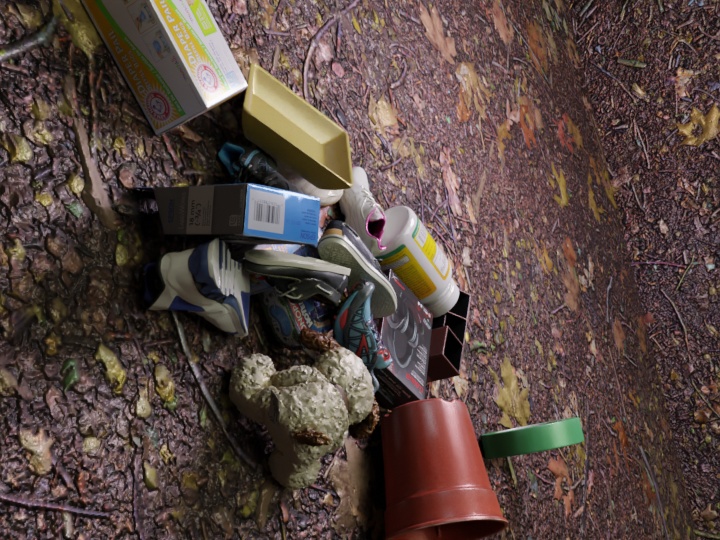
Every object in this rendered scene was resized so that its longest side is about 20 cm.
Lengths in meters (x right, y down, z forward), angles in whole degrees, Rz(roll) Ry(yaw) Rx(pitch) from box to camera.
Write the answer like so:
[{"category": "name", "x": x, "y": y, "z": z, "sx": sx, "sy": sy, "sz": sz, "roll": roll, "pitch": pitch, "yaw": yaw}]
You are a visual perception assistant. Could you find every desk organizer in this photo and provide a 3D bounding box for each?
[{"category": "desk organizer", "x": 0.152, "y": 0.108, "z": 1.511, "sx": 0.072, "sy": 0.076, "sz": 0.202, "roll": 49, "pitch": 39, "yaw": -33}]

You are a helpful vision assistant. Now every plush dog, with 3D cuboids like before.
[{"category": "plush dog", "x": -0.052, "y": 0.173, "z": 1.063, "sx": 0.171, "sy": 0.159, "sz": 0.202, "roll": -38, "pitch": 106, "yaw": -39}]

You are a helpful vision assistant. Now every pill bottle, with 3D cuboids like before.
[{"category": "pill bottle", "x": 0.098, "y": -0.010, "z": 1.450, "sx": 0.201, "sy": 0.111, "sz": 0.114, "roll": 50, "pitch": 38, "yaw": -31}]

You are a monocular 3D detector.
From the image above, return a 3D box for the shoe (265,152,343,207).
[{"category": "shoe", "x": -0.083, "y": -0.150, "z": 1.292, "sx": 0.199, "sy": 0.053, "sz": 0.071, "roll": 13, "pitch": 65, "yaw": -54}]

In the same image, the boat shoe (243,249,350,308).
[{"category": "boat shoe", "x": -0.085, "y": 0.013, "z": 1.083, "sx": 0.199, "sy": 0.071, "sz": 0.069, "roll": 15, "pitch": 94, "yaw": -55}]

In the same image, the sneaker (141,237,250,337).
[{"category": "sneaker", "x": -0.208, "y": 0.019, "z": 0.999, "sx": 0.200, "sy": 0.113, "sz": 0.082, "roll": 73, "pitch": 16, "yaw": -66}]

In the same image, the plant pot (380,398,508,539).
[{"category": "plant pot", "x": 0.117, "y": 0.321, "z": 1.266, "sx": 0.200, "sy": 0.199, "sz": 0.198, "roll": 27, "pitch": 46, "yaw": -48}]

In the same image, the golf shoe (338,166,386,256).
[{"category": "golf shoe", "x": 0.009, "y": -0.098, "z": 1.377, "sx": 0.075, "sy": 0.091, "sz": 0.203, "roll": 31, "pitch": 49, "yaw": -44}]

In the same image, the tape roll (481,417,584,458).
[{"category": "tape roll", "x": 0.340, "y": 0.332, "z": 1.581, "sx": 0.199, "sy": 0.198, "sz": 0.049, "roll": 8, "pitch": 69, "yaw": -55}]

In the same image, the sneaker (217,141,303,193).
[{"category": "sneaker", "x": -0.144, "y": -0.115, "z": 1.115, "sx": 0.081, "sy": 0.074, "sz": 0.200, "roll": 25, "pitch": 15, "yaw": -39}]

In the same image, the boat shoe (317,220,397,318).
[{"category": "boat shoe", "x": 0.000, "y": 0.000, "z": 1.223, "sx": 0.201, "sy": 0.074, "sz": 0.063, "roll": 52, "pitch": 30, "yaw": -37}]

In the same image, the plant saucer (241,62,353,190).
[{"category": "plant saucer", "x": -0.104, "y": -0.210, "z": 1.217, "sx": 0.199, "sy": 0.048, "sz": 0.201, "roll": 34, "pitch": 26, "yaw": -23}]

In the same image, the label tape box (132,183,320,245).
[{"category": "label tape box", "x": -0.170, "y": -0.068, "z": 1.004, "sx": 0.143, "sy": 0.197, "sz": 0.065, "roll": 6, "pitch": 87, "yaw": -55}]

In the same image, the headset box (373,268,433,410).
[{"category": "headset box", "x": 0.049, "y": 0.126, "z": 1.344, "sx": 0.149, "sy": 0.076, "sz": 0.202, "roll": 46, "pitch": 39, "yaw": -36}]

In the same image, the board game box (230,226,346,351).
[{"category": "board game box", "x": -0.114, "y": 0.011, "z": 1.161, "sx": 0.199, "sy": 0.061, "sz": 0.203, "roll": -29, "pitch": 100, "yaw": -57}]

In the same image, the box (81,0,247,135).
[{"category": "box", "x": -0.255, "y": -0.300, "z": 1.051, "sx": 0.202, "sy": 0.100, "sz": 0.113, "roll": 62, "pitch": 33, "yaw": -16}]

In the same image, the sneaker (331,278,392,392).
[{"category": "sneaker", "x": 0.010, "y": 0.105, "z": 1.193, "sx": 0.079, "sy": 0.094, "sz": 0.203, "roll": -47, "pitch": 152, "yaw": -53}]
